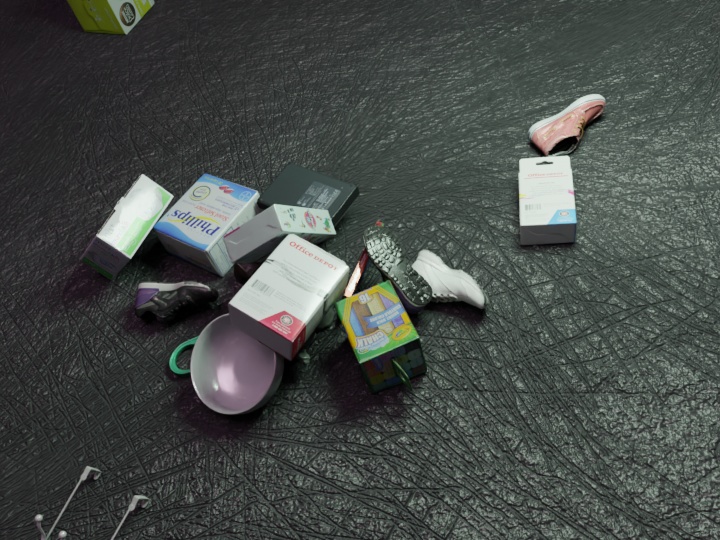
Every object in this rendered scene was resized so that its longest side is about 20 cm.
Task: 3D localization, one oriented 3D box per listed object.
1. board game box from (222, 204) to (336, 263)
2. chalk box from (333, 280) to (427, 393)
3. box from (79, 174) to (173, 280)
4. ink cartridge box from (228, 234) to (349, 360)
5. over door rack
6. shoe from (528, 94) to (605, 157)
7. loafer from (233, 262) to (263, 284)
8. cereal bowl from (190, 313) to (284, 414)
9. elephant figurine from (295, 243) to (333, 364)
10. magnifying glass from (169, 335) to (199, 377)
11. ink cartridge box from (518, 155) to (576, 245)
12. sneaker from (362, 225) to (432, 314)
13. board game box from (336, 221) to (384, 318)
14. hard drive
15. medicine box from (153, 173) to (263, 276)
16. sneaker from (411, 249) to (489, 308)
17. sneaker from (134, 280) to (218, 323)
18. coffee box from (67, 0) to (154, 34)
[{"bbox_3d":[-0.167,-0.074,1.458,0.147,0.200,0.065,-27,78,27],"label":"board game box"},{"bbox_3d":[0.046,0.145,1.332,0.123,0.125,0.200,-22,49,-3],"label":"chalk box"},{"bbox_3d":[-0.558,-0.103,1.653,0.176,0.097,0.201,-28,30,52],"label":"box"},{"bbox_3d":[-0.134,0.047,1.327,0.145,0.084,0.200,29,57,14],"label":"ink cartridge box"},{"bbox_3d":[-0.509,0.464,1.262,0.147,0.067,0.200,19,59,26],"label":"over door rack"},{"bbox_3d":[0.503,-0.335,1.633,0.199,0.072,0.091,-27,51,0],"label":"shoe"},{"bbox_3d":[-0.209,0.012,1.541,0.199,0.071,0.073,15,57,25],"label":"loafer"},{"bbox_3d":[-0.234,0.188,1.379,0.199,0.083,0.201,-6,75,23],"label":"cereal bowl"},{"bbox_3d":[-0.107,0.062,1.432,0.200,0.155,0.141,-40,19,-18],"label":"elephant figurine"},{"bbox_3d":[-0.327,0.149,1.496,0.079,0.022,0.200,33,65,34],"label":"magnifying glass"},{"bbox_3d":[0.404,-0.154,1.511,0.115,0.068,0.201,-2,52,14],"label":"ink cartridge box"},{"bbox_3d":[0.060,0.005,1.428,0.076,0.088,0.200,-28,76,-26],"label":"sneaker"},{"bbox_3d":[0.000,0.000,1.475,0.019,0.103,0.201,22,58,4],"label":"board game box"},{"bbox_3d":[-0.122,-0.170,1.605,0.199,0.033,0.140,23,62,25],"label":"hard drive"},{"bbox_3d":[-0.353,-0.111,1.659,0.182,0.103,0.200,21,59,29],"label":"medicine box"},{"bbox_3d":[0.178,0.035,1.431,0.200,0.075,0.087,31,77,40],"label":"sneaker"},{"bbox_3d":[-0.410,0.078,1.546,0.199,0.076,0.088,-2,65,20],"label":"sneaker"},{"bbox_3d":[-0.887,-0.971,2.430,0.199,0.200,0.198,12,57,23],"label":"coffee box"}]
